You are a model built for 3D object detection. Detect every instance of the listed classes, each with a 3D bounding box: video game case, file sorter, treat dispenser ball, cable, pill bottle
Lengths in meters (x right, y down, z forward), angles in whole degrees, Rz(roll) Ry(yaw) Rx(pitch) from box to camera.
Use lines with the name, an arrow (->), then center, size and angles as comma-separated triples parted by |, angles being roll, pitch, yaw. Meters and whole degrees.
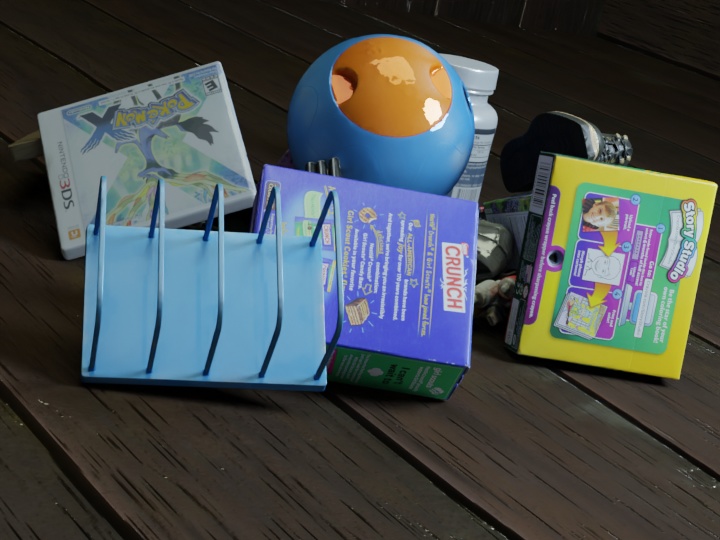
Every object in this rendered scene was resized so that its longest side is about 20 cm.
video game case -> -0.218, -0.114, 1.643 | 0.200, 0.022, 0.182 | -16, 57, -1
file sorter -> -0.119, 0.007, 1.306 | 0.200, 0.123, 0.139 | 3, 62, -11
treat dispenser ball -> 0.022, -0.152, 1.740 | 0.201, 0.201, 0.201 | 12, 16, -3
cable -> 0.160, 0.012, 1.722 | 0.097, 0.050, 0.200 | -30, 6, 23
pill bottle -> 0.110, -0.170, 2.081 | 0.119, 0.200, 0.120 | 12, 15, -3

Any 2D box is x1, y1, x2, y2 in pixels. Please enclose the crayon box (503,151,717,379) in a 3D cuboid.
crayon box -> 0.248, -0.005, 1.617 | 0.172, 0.200, 0.058 | 9, 5, -12

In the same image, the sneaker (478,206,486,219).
sneaker -> 0.221, -0.037, 1.934 | 0.200, 0.081, 0.075 | 20, 15, 24

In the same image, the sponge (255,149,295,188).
sponge -> -0.039, -0.151, 1.932 | 0.030, 0.200, 0.112 | 53, 36, 11

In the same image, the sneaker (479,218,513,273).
sneaker -> 0.114, -0.051, 1.911 | 0.108, 0.070, 0.200 | -2, 28, -28

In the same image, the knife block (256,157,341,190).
knife block -> -0.031, -0.029, 1.590 | 0.200, 0.064, 0.176 | 24, 55, 36

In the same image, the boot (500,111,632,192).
boot -> 0.248, -0.133, 1.737 | 0.138, 0.078, 0.200 | -7, 1, -18

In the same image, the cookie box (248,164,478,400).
cookie box -> -0.003, 0.011, 1.442 | 0.200, 0.075, 0.171 | 10, 61, -7

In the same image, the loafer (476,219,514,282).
loafer -> 0.067, -0.024, 1.780 | 0.200, 0.070, 0.070 | 3, 36, 26

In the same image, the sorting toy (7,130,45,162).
sorting toy -> -0.267, -0.136, 1.793 | 0.200, 0.070, 0.199 | -14, 10, 0

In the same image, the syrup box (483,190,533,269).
syrup box -> 0.210, -0.047, 1.743 | 0.079, 0.082, 0.200 | -15, 3, -16

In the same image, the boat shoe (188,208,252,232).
boat shoe -> -0.155, -0.070, 1.767 | 0.200, 0.075, 0.062 | 32, -5, 32
